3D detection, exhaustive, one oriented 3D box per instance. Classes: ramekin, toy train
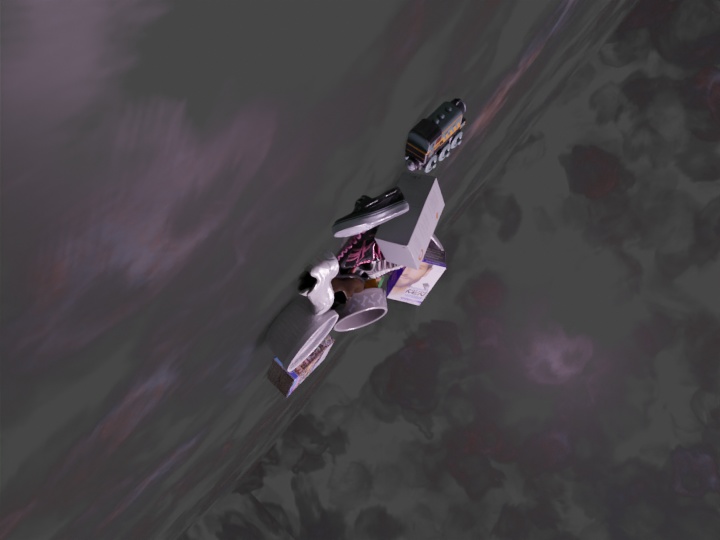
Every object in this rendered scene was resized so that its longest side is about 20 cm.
[{"bbox_3d":[-0.160,0.156,1.575,0.201,0.105,0.200,-47,171,-9],"label":"ramekin"},{"bbox_3d":[0.174,-0.311,1.363,0.200,0.085,0.115,-44,160,-27],"label":"toy train"}]

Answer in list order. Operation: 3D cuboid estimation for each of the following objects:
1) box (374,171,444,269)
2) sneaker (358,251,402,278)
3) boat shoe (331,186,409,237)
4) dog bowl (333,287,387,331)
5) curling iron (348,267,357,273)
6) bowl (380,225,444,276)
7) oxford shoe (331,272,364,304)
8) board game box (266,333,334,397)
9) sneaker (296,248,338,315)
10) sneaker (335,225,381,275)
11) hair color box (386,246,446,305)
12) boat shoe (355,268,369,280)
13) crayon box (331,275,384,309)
[{"bbox_3d":[0.128,-0.127,1.516,0.203,0.096,0.125,-66,153,-19],"label":"box"},{"bbox_3d":[0.062,-0.043,1.623,0.086,0.075,0.198,21,145,-35],"label":"sneaker"},{"bbox_3d":[0.015,-0.135,1.354,0.197,0.072,0.072,-22,174,-24],"label":"boat shoe"},{"bbox_3d":[-0.008,0.121,1.781,0.196,0.060,0.201,-18,161,-6],"label":"dog bowl"},{"bbox_3d":[-0.003,-0.048,1.702,0.201,0.049,0.026,-50,174,-30],"label":"curling iron"},{"bbox_3d":[0.125,-0.076,1.701,0.197,0.200,0.076,-22,-133,27],"label":"bowl"},{"bbox_3d":[-0.049,0.052,1.581,0.072,0.086,0.198,-23,164,29],"label":"oxford shoe"},{"bbox_3d":[-0.197,0.290,1.956,0.200,0.097,0.160,-43,169,-34],"label":"board game box"},{"bbox_3d":[-0.116,0.039,1.427,0.098,0.078,0.203,-29,146,-33],"label":"sneaker"},{"bbox_3d":[0.006,-0.045,1.582,0.201,0.095,0.079,-53,171,29],"label":"sneaker"},{"bbox_3d":[0.156,0.013,1.705,0.201,0.107,0.066,117,-18,-49],"label":"hair color box"},{"bbox_3d":[0.000,0.000,1.806,0.072,0.068,0.201,-45,170,-17],"label":"boat shoe"},{"bbox_3d":[-0.017,0.083,1.838,0.196,0.052,0.127,-16,161,-13],"label":"crayon box"}]
